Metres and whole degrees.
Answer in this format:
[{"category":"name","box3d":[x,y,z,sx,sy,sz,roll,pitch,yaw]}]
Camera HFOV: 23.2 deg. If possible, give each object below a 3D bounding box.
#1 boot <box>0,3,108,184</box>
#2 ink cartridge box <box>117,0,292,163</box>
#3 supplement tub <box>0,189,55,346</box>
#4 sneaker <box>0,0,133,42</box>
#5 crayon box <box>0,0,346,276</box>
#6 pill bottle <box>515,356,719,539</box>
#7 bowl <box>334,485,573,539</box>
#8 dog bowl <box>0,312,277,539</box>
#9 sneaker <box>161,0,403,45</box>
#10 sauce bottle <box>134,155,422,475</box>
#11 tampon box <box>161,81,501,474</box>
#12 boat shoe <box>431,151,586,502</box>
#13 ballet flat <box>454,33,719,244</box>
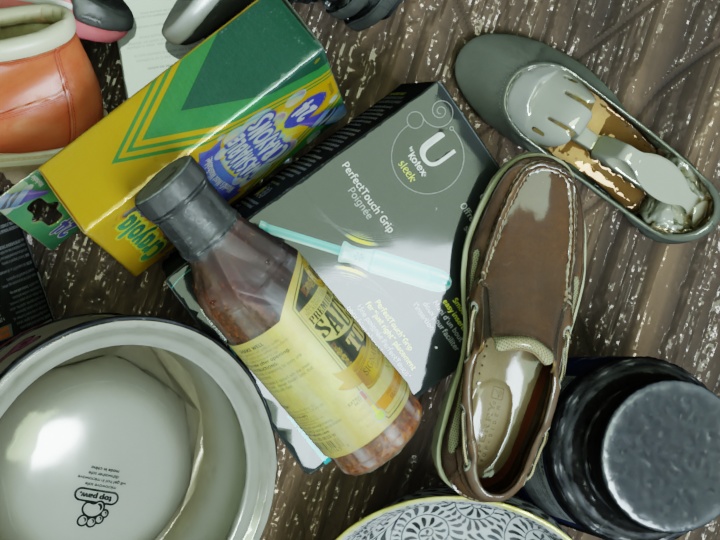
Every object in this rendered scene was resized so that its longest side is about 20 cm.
[{"category":"boot","box3d":[-0.251,-0.103,1.025,0.199,0.075,0.107,-10,132,-4]},{"category":"ink cartridge box","box3d":[-0.106,-0.159,1.104,0.099,0.039,0.201,-8,93,-6]},{"category":"supplement tub","box3d":[-0.238,0.061,1.060,0.122,0.123,0.201,-18,96,-5]},{"category":"sneaker","box3d":[-0.236,-0.147,1.076,0.199,0.074,0.087,8,107,7]},{"category":"crayon box","box3d":[-0.105,-0.067,1.024,0.200,0.126,0.052,-37,78,-2]},{"category":"pill bottle","box3d":[0.157,0.108,1.063,0.111,0.200,0.112,0,87,-10]},{"category":"bowl","box3d":[0.066,0.206,1.104,0.200,0.094,0.201,3,115,6]},{"category":"dog bowl","box3d":[-0.151,0.114,0.995,0.199,0.074,0.201,-9,108,-29]},{"category":"sneaker","box3d":[-0.030,-0.175,1.064,0.099,0.071,0.200,51,58,-15]},{"category":"sauce bottle","box3d":[-0.046,0.024,0.966,0.066,0.066,0.200,-40,110,-3]},{"category":"tampon box","box3d":[0.000,0.000,1.080,0.200,0.126,0.150,-36,99,-4]},{"category":"boat shoe","box3d":[0.093,0.035,0.995,0.074,0.075,0.203,8,96,-10]},{"category":"ballet flat","box3d":[0.150,-0.088,1.123,0.200,0.064,0.067,36,89,-7]}]
